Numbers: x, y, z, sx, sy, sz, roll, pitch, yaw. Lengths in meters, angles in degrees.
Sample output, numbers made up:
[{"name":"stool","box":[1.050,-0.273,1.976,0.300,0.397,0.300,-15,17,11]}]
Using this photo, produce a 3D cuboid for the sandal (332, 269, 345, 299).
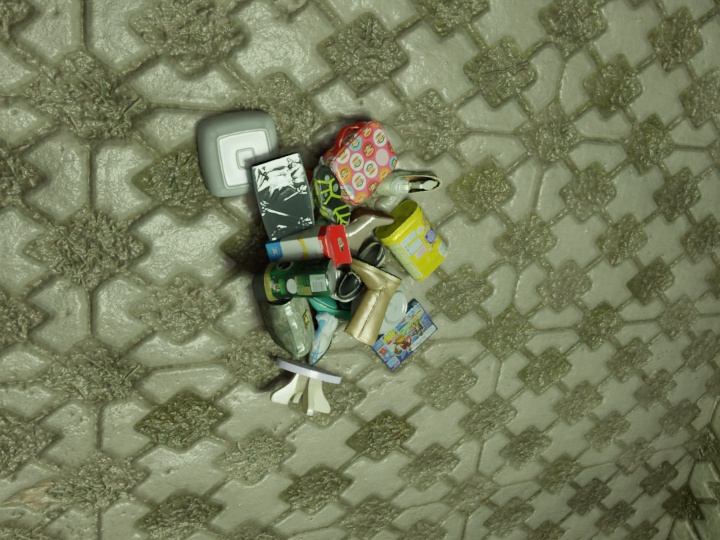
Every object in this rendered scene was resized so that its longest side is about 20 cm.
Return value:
[{"name":"sandal","box":[-0.099,0.034,1.749,0.201,0.049,0.084,14,84,-45]}]

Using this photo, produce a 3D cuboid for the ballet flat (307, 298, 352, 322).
[{"name":"ballet flat","box":[-0.077,0.114,1.785,0.198,0.068,0.071,15,115,-29]}]

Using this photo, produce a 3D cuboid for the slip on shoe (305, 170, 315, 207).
[{"name":"slip on shoe","box":[-0.160,-0.171,1.633,0.061,0.074,0.202,28,110,11]}]

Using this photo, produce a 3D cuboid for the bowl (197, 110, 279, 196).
[{"name":"bowl","box":[-0.287,-0.278,1.514,0.198,0.075,0.202,-14,115,-19]}]

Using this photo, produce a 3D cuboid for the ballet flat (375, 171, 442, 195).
[{"name":"ballet flat","box":[0.139,-0.244,1.745,0.198,0.062,0.068,-11,115,-22]}]

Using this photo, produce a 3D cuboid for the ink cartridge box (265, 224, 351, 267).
[{"name":"ink cartridge box","box":[-0.130,-0.043,1.596,0.197,0.067,0.117,-8,117,10]}]

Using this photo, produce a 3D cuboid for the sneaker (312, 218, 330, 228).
[{"name":"sneaker","box":[-0.153,-0.064,1.673,0.199,0.082,0.074,-34,109,18]}]

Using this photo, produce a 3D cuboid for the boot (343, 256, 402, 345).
[{"name":"boot","box":[0.006,0.083,1.686,0.174,0.066,0.202,26,94,-15]}]

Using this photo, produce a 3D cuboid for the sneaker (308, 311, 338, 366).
[{"name":"sneaker","box":[-0.118,0.194,1.784,0.072,0.072,0.201,-50,165,-51]}]

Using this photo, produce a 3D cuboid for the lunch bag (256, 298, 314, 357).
[{"name":"lunch bag","box":[-0.193,0.117,1.648,0.117,0.200,0.166,-22,118,-16]}]

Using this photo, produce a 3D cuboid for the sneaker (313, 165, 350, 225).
[{"name":"sneaker","box":[-0.091,-0.186,1.587,0.076,0.076,0.201,-52,146,-26]}]

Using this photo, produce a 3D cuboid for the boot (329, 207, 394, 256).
[{"name":"boot","box":[-0.012,-0.097,1.726,0.198,0.070,0.148,9,104,-19]}]

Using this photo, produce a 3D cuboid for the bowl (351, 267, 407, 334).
[{"name":"bowl","box":[0.072,0.099,1.797,0.200,0.090,0.204,-16,112,-45]}]

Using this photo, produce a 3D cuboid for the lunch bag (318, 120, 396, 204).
[{"name":"lunch bag","box":[-0.009,-0.291,1.622,0.200,0.082,0.177,-46,125,-20]}]

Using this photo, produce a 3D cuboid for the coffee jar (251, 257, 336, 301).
[{"name":"coffee jar","box":[-0.163,0.023,1.537,0.197,0.105,0.086,-3,114,9]}]

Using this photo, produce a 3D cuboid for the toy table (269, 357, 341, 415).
[{"name":"toy table","box":[-0.161,0.332,1.780,0.198,0.184,0.118,18,86,-12]}]

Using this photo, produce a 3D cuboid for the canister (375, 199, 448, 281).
[{"name":"canister","box":[0.153,-0.082,1.806,0.148,0.087,0.200,-44,124,-4]}]

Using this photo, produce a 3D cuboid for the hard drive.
[{"name":"hard drive","box":[-0.192,-0.184,1.534,0.134,0.042,0.202,-20,123,-16]}]

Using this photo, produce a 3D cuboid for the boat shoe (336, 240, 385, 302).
[{"name":"boat shoe","box":[0.000,0.000,1.739,0.200,0.074,0.061,-47,155,-20]}]

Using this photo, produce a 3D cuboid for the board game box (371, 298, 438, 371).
[{"name":"board game box","box":[0.134,0.202,1.941,0.200,0.034,0.136,-42,123,-6]}]
